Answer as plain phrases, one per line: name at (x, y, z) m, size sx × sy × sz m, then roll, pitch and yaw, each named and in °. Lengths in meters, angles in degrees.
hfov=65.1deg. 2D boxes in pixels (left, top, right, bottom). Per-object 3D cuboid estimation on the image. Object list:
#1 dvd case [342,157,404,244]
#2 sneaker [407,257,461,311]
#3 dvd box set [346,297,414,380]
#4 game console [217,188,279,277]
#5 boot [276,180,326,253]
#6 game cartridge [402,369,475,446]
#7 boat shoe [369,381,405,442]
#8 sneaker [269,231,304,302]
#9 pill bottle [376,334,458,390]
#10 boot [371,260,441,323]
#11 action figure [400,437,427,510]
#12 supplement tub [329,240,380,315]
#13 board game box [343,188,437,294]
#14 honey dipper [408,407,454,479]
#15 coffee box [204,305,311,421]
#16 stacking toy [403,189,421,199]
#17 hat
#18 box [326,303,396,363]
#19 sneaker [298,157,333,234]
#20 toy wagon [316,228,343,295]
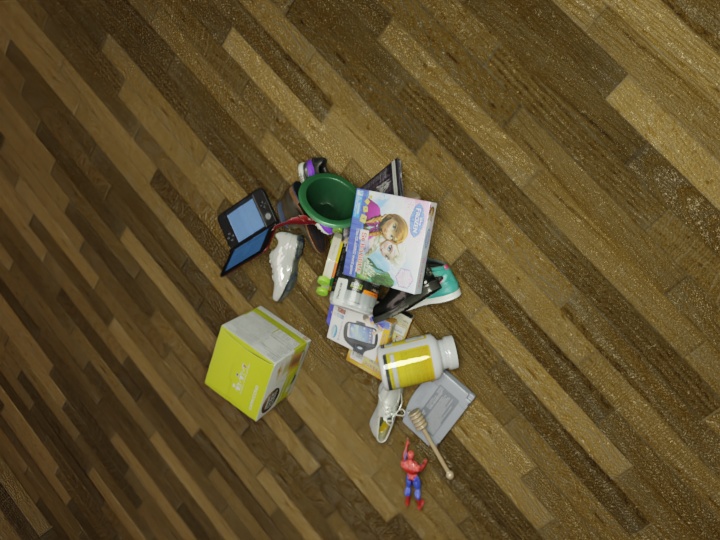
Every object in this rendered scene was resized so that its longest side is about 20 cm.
dvd case at (0.027, -0.172, 1.392) m, size 0.016 × 0.152 × 0.198 m, roll 34°, pitch 125°, yaw -31°
sneaker at (0.143, 0.026, 1.401) m, size 0.194 × 0.084 × 0.125 m, roll -14°, pitch 101°, yaw 20°
dvd box set at (0.051, 0.183, 1.517) m, size 0.143 × 0.029 × 0.206 m, roll 24°, pitch 111°, yaw 20°
game console at (-0.336, -0.108, 1.592) m, size 0.196 × 0.118 × 0.177 m, roll -25°, pitch 91°, yaw 28°
boot at (-0.160, -0.128, 1.534) m, size 0.096 × 0.074 × 0.206 m, roll -27°, pitch 81°, yaw 39°
game cartridge at (0.198, 0.356, 1.484) m, size 0.132 × 0.040 × 0.203 m, roll 37°, pitch 116°, yaw 10°
boat shoe at (0.076, 0.377, 1.508) m, size 0.072 × 0.087 × 0.208 m, roll 9°, pitch 116°, yaw -22°
sneaker at (-0.217, -0.013, 1.581) m, size 0.084 × 0.074 × 0.207 m, roll 19°, pitch 102°, yaw 14°
pill bottle at (0.142, 0.224, 1.409) m, size 0.193 × 0.112 × 0.116 m, roll -13°, pitch 98°, yaw 2°
boot at (0.085, 0.015, 1.347) m, size 0.208 × 0.079 × 0.162 m, roll -34°, pitch 78°, yaw 27°
action figure at (0.149, 0.548, 1.546) m, size 0.063 × 0.100 × 0.206 m, roll 7°, pitch 127°, yaw 21°
supplement tub at (0.000, 0.000, 1.420) m, size 0.119 × 0.122 × 0.207 m, roll 12°, pitch 84°, yaw 22°
board game box at (0.064, -0.070, 1.286) m, size 0.194 × 0.041 × 0.208 m, roll 13°, pitch 98°, yaw 30°
honey dipper at (0.188, 0.458, 1.475) m, size 0.037 × 0.038 × 0.204 m, roll -28°, pitch 91°, yaw 29°
coffee box at (-0.293, 0.260, 1.614) m, size 0.196 × 0.197 × 0.205 m, roll 30°, pitch 114°, yaw 16°
stacking toy at (0.102, -0.091, 1.407) m, size 0.083 × 0.085 × 0.207 m, roll 13°, pitch 115°, yaw 22°
hat at (-0.096, -0.129, 1.434) m, size 0.200 × 0.164 × 0.178 m, roll 45°, pitch 144°, yaw 18°
box at (-0.008, 0.151, 1.500) m, size 0.195 × 0.041 × 0.123 m, roll 22°, pitch 110°, yaw 19°
sneaker at (-0.090, -0.199, 1.474) m, size 0.097 × 0.069 × 0.207 m, roll -18°, pitch 95°, yaw 26°
toy wagon at (-0.077, -0.014, 1.474) m, size 0.038 × 0.160 × 0.201 m, roll 15°, pitch 155°, yaw 0°
